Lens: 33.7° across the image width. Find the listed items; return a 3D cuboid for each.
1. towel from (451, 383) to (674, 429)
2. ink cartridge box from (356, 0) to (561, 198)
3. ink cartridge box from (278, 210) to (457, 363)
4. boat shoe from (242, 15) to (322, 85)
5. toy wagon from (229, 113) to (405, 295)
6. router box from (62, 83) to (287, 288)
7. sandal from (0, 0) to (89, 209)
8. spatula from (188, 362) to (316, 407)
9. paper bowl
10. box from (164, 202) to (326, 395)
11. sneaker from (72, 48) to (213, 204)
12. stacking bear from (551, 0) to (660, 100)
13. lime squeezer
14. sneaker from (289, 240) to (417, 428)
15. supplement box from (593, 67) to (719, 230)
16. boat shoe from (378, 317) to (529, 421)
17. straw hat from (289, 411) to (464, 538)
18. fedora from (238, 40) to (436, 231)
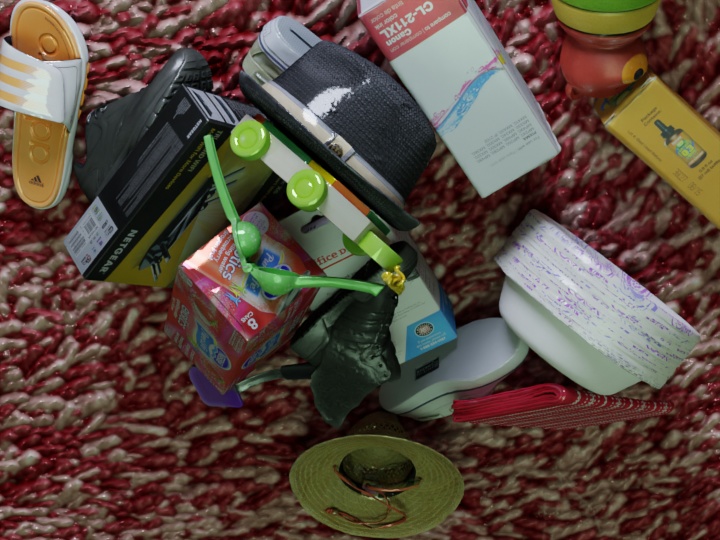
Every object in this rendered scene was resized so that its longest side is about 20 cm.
[{"bbox_3d":[0.205,0.139,1.205,0.200,0.023,0.144,11,160,-43],"label":"towel"},{"bbox_3d":[0.083,-0.183,1.048,0.083,0.146,0.200,-31,114,13],"label":"ink cartridge box"},{"bbox_3d":[0.000,0.000,1.192,0.116,0.068,0.200,-26,116,14],"label":"ink cartridge box"},{"bbox_3d":[-0.022,-0.155,1.118,0.200,0.072,0.062,42,128,-12],"label":"boat shoe"},{"bbox_3d":[-0.026,-0.056,1.007,0.200,0.155,0.040,41,91,23],"label":"toy wagon"},{"bbox_3d":[-0.158,-0.070,1.114,0.200,0.052,0.157,-48,151,22],"label":"router box"},{"bbox_3d":[-0.302,-0.146,1.107,0.079,0.059,0.207,13,115,11],"label":"sandal"},{"bbox_3d":[-0.096,0.113,1.248,0.199,0.021,0.057,-12,119,25],"label":"spatula"},{"bbox_3d":[0.212,0.039,1.131,0.200,0.201,0.104,33,101,-16],"label":"paper bowl"},{"bbox_3d":[-0.114,0.032,1.123,0.100,0.200,0.096,-40,83,-23],"label":"box"},{"bbox_3d":[-0.213,-0.134,1.109,0.091,0.076,0.200,48,118,17],"label":"sneaker"},{"bbox_3d":[0.218,-0.243,1.040,0.121,0.114,0.200,-31,137,-31],"label":"stacking bear"},{"bbox_3d":[-0.078,-0.025,1.008,0.200,0.038,0.071,42,117,4],"label":"lime squeezer"},{"bbox_3d":[0.009,0.064,1.151,0.104,0.060,0.200,43,117,-11],"label":"sneaker"},{"bbox_3d":[0.316,-0.111,1.134,0.200,0.069,0.067,37,112,-20],"label":"supplement box"},{"bbox_3d":[0.107,0.111,1.232,0.066,0.072,0.200,30,135,-31],"label":"boat shoe"},{"bbox_3d":[0.019,0.203,1.294,0.200,0.085,0.201,4,137,3],"label":"straw hat"},{"bbox_3d":[-0.006,-0.127,1.017,0.201,0.201,0.092,42,90,-20],"label":"fedora"}]
